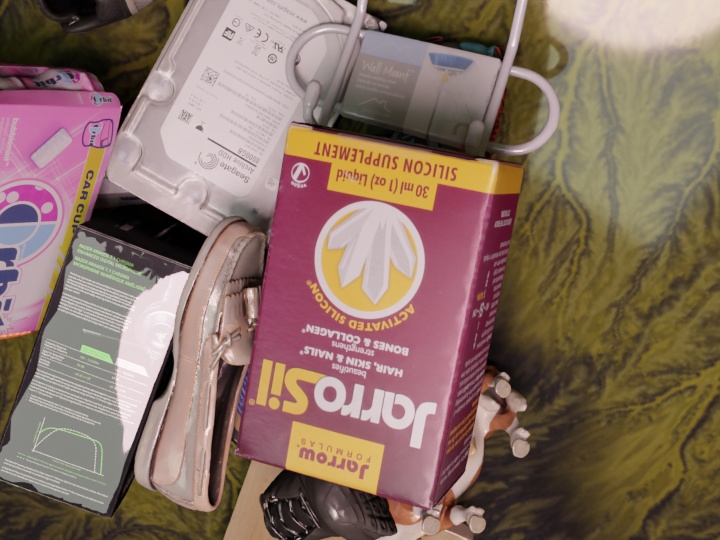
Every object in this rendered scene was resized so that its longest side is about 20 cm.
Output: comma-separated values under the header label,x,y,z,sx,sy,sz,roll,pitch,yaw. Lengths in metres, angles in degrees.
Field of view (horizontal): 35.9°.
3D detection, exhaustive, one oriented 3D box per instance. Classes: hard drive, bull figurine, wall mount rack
label,x,y,z,sx,sy,sz,roll,pitch,yaw
hard drive,-0.086,-0.124,0.816,0.139,0.038,0.201,30,91,0
bull figurine,0.063,0.161,0.872,0.065,0.121,0.201,31,76,-20
wall mount rack,0.045,-0.161,0.748,0.198,0.075,0.176,15,79,12

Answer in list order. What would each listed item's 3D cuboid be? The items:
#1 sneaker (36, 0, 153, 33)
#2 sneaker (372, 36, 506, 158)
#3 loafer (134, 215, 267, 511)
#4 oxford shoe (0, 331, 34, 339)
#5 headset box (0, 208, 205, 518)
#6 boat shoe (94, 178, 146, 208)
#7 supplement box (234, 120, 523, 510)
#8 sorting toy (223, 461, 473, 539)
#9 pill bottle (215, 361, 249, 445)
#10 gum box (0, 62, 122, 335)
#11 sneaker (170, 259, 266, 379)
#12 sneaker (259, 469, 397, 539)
label,x,y,z,sx,sy,sz,roll,pitch,yaw
sneaker,-0.206,-0.216,0.783,0.199,0.087,0.074,21,143,41
sneaker,0.050,-0.076,0.839,0.095,0.079,0.202,14,106,13
loafer,-0.094,0.066,0.757,0.062,0.072,0.202,23,101,24
oxford shoe,-0.238,0.020,0.952,0.197,0.073,0.072,1,95,-6
headset box,-0.183,0.053,0.835,0.092,0.174,0.202,20,94,-5
boat shoe,-0.153,-0.091,0.877,0.198,0.072,0.069,-5,82,5
supplement box,0.012,0.022,0.672,0.129,0.103,0.202,11,97,16
sorting toy,-0.021,0.256,0.996,0.197,0.070,0.202,23,117,3
pill bottle,-0.011,0.051,0.801,0.199,0.112,0.112,-33,103,29
gum box,-0.253,-0.052,0.784,0.066,0.113,0.201,40,120,32
sneaker,-0.104,0.068,0.932,0.079,0.074,0.201,11,127,-30
sneaker,-0.028,0.167,0.793,0.090,0.200,0.077,-26,84,-5
